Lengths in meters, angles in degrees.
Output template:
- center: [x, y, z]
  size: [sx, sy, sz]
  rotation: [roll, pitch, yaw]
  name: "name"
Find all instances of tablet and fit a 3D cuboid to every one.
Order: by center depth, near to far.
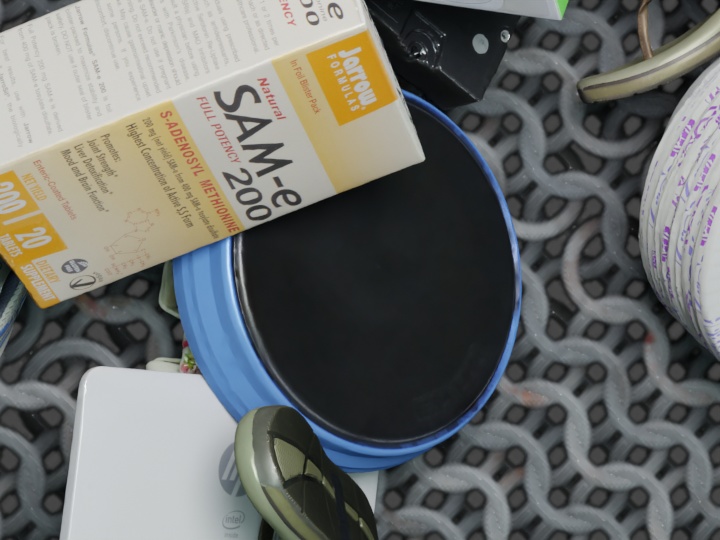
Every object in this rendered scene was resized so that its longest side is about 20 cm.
- center: [-0.066, 0.117, 1.302]
  size: [0.200, 0.014, 0.130]
  rotation: [8, 89, -46]
  name: "tablet"

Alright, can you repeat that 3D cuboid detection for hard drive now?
- center: [0.041, -0.201, 1.348]
  size: [0.140, 0.038, 0.200]
  rotation: [37, 65, -27]
  name: "hard drive"

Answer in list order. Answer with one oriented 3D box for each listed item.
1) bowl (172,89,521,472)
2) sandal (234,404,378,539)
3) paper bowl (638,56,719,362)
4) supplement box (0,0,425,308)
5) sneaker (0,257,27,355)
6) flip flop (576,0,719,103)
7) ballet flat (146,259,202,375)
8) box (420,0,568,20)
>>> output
- center: [0.000, 0.000, 1.324]
  size: [0.200, 0.039, 0.201]
  rotation: [7, 79, -38]
  name: "bowl"
- center: [-0.028, 0.133, 1.288]
  size: [0.057, 0.201, 0.080]
  rotation: [-19, 47, 11]
  name: "sandal"
- center: [0.231, -0.046, 1.350]
  size: [0.200, 0.104, 0.201]
  rotation: [-16, 129, -21]
  name: "paper bowl"
- center: [-0.084, -0.071, 1.212]
  size: [0.200, 0.126, 0.074]
  rotation: [-22, 60, 4]
  name: "supplement box"
- center: [-0.178, -0.029, 1.320]
  size: [0.077, 0.085, 0.200]
  rotation: [18, 82, -7]
  name: "sneaker"
- center: [0.188, -0.153, 1.347]
  size: [0.200, 0.081, 0.058]
  rotation: [-40, 92, 12]
  name: "flip flop"
- center: [-0.074, 0.034, 1.349]
  size: [0.064, 0.076, 0.200]
  rotation: [7, 83, 23]
  name: "ballet flat"
- center: [0.031, -0.233, 1.232]
  size: [0.176, 0.097, 0.200]
  rotation: [9, 64, 22]
  name: "box"
